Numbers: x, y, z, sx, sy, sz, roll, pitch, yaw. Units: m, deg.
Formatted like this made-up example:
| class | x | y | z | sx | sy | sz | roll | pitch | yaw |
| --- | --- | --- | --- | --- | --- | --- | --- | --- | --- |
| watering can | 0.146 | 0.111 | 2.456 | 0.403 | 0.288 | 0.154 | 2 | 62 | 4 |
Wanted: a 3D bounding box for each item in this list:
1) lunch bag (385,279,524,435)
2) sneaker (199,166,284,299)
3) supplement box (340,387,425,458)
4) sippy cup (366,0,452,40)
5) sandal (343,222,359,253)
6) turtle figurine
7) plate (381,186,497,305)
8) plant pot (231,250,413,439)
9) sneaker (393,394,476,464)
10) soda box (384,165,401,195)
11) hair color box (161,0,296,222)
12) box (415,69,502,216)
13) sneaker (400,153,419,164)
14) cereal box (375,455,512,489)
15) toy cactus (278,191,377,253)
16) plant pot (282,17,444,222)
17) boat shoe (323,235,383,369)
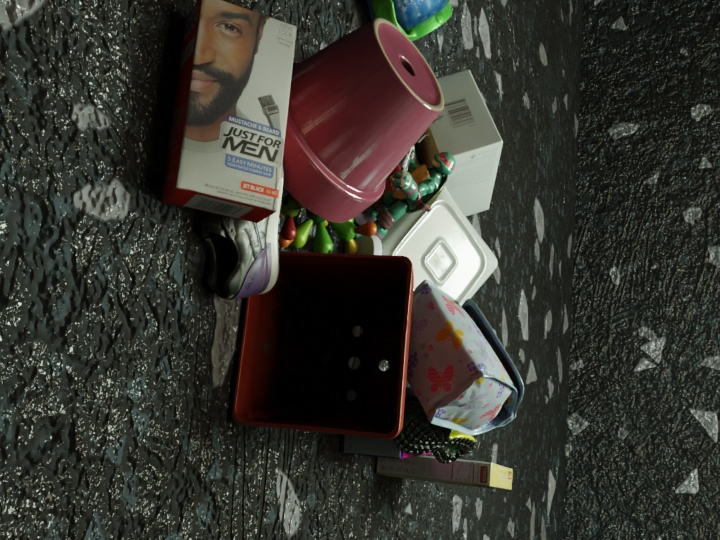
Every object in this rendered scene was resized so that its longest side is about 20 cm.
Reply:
| class | x | y | z | sx | sy | sz | roll | pitch | yaw |
| --- | --- | --- | --- | --- | --- | --- | --- | --- | --- |
| lunch bag | 0.137 | 0.125 | 1.143 | 0.199 | 0.127 | 0.171 | 33 | 22 | -54 |
| sneaker | -0.134 | -0.070 | 0.893 | 0.087 | 0.074 | 0.206 | -13 | 102 | -59 |
| supplement box | 0.055 | 0.233 | 1.279 | 0.199 | 0.101 | 0.104 | 20 | 72 | -66 |
| sippy cup | 0.062 | -0.442 | 1.293 | 0.132 | 0.138 | 0.178 | 63 | -5 | -26 |
| sandal | 0.000 | -0.001 | 1.227 | 0.076 | 0.042 | 0.205 | 50 | 45 | -55 |
| turtle figurine | 0.067 | -0.124 | 1.169 | 0.101 | 0.200 | 0.150 | 43 | 16 | -12 |
| plate | 0.115 | -0.014 | 1.253 | 0.201 | 0.032 | 0.201 | -49 | 113 | -22 |
| plant pot | -0.025 | 0.101 | 1.007 | 0.176 | 0.195 | 0.205 | 48 | 46 | -70 |
| sneaker | 0.092 | 0.216 | 1.178 | 0.199 | 0.077 | 0.086 | 38 | 21 | -52 |
| soda box | 0.067 | -0.092 | 1.332 | 0.200 | 0.069 | 0.065 | 50 | 21 | -55 |
| hair color box | -0.134 | -0.163 | 0.843 | 0.109 | 0.064 | 0.206 | 11 | 76 | -27 |
| box | 0.152 | -0.200 | 1.369 | 0.201 | 0.104 | 0.155 | 87 | -15 | -62 |
| sneaker | 0.061 | -0.221 | 1.329 | 0.200 | 0.079 | 0.117 | 57 | 42 | -48 |
| cereal box | 0.140 | 0.330 | 1.350 | 0.144 | 0.195 | 0.041 | 35 | 59 | -61 |
| toy cactus | -0.054 | -0.104 | 1.070 | 0.198 | 0.100 | 0.170 | -2 | 81 | -58 |
| plant pot | -0.006 | -0.189 | 0.969 | 0.199 | 0.178 | 0.203 | 37 | 33 | -30 |
| boat shoe | 0.013 | 0.054 | 1.153 | 0.085 | 0.074 | 0.207 | 7 | 96 | -40 |
